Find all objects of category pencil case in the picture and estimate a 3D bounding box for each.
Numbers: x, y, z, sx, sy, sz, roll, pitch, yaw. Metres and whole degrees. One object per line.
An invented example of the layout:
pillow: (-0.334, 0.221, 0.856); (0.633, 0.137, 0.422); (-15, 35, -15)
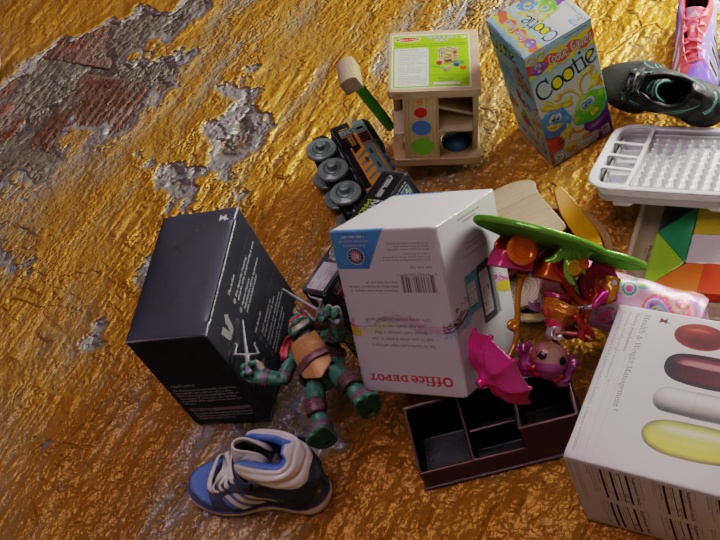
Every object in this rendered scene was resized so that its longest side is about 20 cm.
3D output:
pencil case: (0.298, 0.041, 1.221); (0.198, 0.088, 0.088); (19, 62, 20)

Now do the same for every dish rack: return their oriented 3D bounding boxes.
dish rack: (0.400, -0.125, 1.335); (0.198, 0.044, 0.172); (5, 36, 27)

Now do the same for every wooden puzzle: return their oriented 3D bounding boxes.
wooden puzzle: (0.420, -0.019, 1.272); (0.198, 0.037, 0.186); (7, 57, 28)

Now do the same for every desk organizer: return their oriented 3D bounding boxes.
desk organizer: (0.153, 0.179, 1.206); (0.198, 0.077, 0.072); (-16, 49, 11)

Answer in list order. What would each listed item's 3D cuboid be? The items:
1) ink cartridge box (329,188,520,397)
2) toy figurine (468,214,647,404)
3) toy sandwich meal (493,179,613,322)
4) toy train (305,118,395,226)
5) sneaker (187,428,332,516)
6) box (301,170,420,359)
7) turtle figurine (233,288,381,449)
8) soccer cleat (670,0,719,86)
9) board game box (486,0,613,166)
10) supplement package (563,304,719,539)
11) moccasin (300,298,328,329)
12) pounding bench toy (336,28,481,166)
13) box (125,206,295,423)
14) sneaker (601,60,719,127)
ink cartridge box: (0.079, 0.025, 1.237); (0.146, 0.202, 0.146); (0, 20, 35)
toy figurine: (0.194, 0.055, 1.149); (0.198, 0.150, 0.186); (15, 89, -9)
toy sandwich meal: (0.221, -0.029, 1.344); (0.203, 0.070, 0.207); (-12, 50, 15)
toy train: (-0.004, -0.136, 1.527); (0.113, 0.086, 0.201); (-22, 47, -7)
sneaker: (-0.139, 0.227, 1.250); (0.198, 0.147, 0.081); (-1, 53, 23)
box: (0.031, 0.000, 1.344); (0.044, 0.161, 0.201); (9, 56, 45)
turtle figurine: (-0.057, 0.104, 1.253); (0.150, 0.100, 0.201); (-47, 52, 19)
soccer cleat: (0.462, -0.319, 1.465); (0.067, 0.073, 0.202); (-2, 54, 21)
board game box: (0.257, -0.260, 1.425); (0.102, 0.201, 0.105); (-31, 48, -2)
supplement package: (0.342, 0.166, 1.085); (0.198, 0.148, 0.192); (10, 58, 31)
moccasin: (0.001, 0.001, 1.414); (0.201, 0.078, 0.074); (-36, 48, -6)
pounding bench toy: (0.069, -0.234, 1.498); (0.198, 0.157, 0.125); (-2, 51, 4)
box: (-0.185, 0.061, 1.367); (0.116, 0.201, 0.198); (-6, 51, 20)
sneaker: (0.390, -0.247, 1.416); (0.199, 0.079, 0.076); (23, 97, 45)
